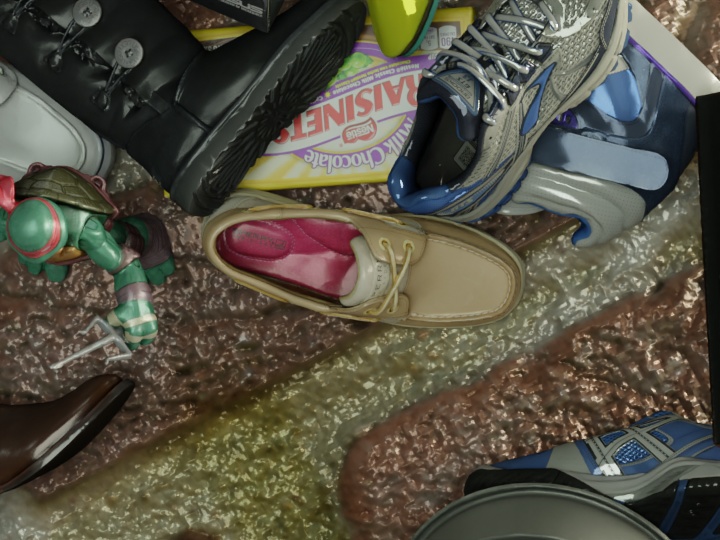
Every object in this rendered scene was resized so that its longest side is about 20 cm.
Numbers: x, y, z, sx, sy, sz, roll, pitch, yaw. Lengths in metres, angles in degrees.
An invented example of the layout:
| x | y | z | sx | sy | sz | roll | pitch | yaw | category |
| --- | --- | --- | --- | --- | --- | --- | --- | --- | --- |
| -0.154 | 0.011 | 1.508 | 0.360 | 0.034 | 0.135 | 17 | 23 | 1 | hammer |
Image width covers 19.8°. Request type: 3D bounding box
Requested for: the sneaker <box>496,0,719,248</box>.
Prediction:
| x | y | z | sx | sy | sz | roll | pitch | yaw | category |
| --- | --- | --- | --- | --- | --- | --- | --- | --- | --- |
| 0.103 | -0.107 | 1.210 | 0.200 | 0.081 | 0.147 | 41 | 93 | -2 | sneaker |

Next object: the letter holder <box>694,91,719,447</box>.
| x | y | z | sx | sy | sz | roll | pitch | yaw | category |
| --- | --- | --- | --- | --- | --- | --- | --- | --- | --- |
| 0.268 | 0.005 | 1.171 | 0.100 | 0.142 | 0.201 | -10 | 73 | 32 | letter holder |

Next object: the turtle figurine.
| x | y | z | sx | sy | sz | roll | pitch | yaw | category |
| --- | --- | --- | --- | --- | --- | --- | --- | --- | --- |
| -0.176 | -0.011 | 1.193 | 0.149 | 0.200 | 0.101 | 24 | 96 | 6 | turtle figurine |

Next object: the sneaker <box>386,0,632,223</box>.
| x | y | z | sx | sy | sz | roll | pitch | yaw | category |
| --- | --- | --- | --- | --- | --- | --- | --- | --- | --- |
| 0.079 | -0.105 | 1.141 | 0.077 | 0.085 | 0.201 | 41 | 120 | 25 | sneaker |

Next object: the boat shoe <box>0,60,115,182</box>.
| x | y | z | sx | sy | sz | roll | pitch | yaw | category |
| --- | --- | --- | --- | --- | --- | --- | --- | --- | --- |
| -0.248 | -0.100 | 1.264 | 0.199 | 0.067 | 0.074 | 24 | 96 | 5 | boat shoe |

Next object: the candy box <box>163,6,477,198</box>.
| x | y | z | sx | sy | sz | roll | pitch | yaw | category |
| --- | --- | --- | --- | --- | --- | --- | --- | --- | --- |
| -0.025 | -0.101 | 1.255 | 0.199 | 0.026 | 0.103 | -4 | 95 | 8 | candy box |

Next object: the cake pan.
| x | y | z | sx | sy | sz | roll | pitch | yaw | category |
| --- | --- | --- | --- | --- | --- | --- | --- | --- | --- |
| 0.109 | 0.221 | 1.216 | 0.199 | 0.037 | 0.201 | 6 | 115 | 14 | cake pan |

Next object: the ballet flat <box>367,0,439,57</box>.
| x | y | z | sx | sy | sz | roll | pitch | yaw | category |
| --- | --- | --- | --- | --- | --- | --- | --- | --- | --- |
| 0.028 | -0.227 | 1.209 | 0.067 | 0.067 | 0.201 | 21 | 84 | -25 | ballet flat |

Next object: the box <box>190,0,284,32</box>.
| x | y | z | sx | sy | sz | roll | pitch | yaw | category |
| --- | --- | --- | --- | --- | --- | --- | --- | --- | --- |
| -0.085 | -0.256 | 1.202 | 0.160 | 0.044 | 0.201 | 24 | 68 | 6 | box |

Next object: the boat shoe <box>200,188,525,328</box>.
| x | y | z | sx | sy | sz | roll | pitch | yaw | category |
| --- | --- | --- | --- | --- | --- | --- | --- | --- | --- |
| 0.000 | 0.000 | 1.228 | 0.199 | 0.069 | 0.074 | 9 | 103 | 0 | boat shoe |

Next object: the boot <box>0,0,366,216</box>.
| x | y | z | sx | sy | sz | roll | pitch | yaw | category |
| --- | --- | --- | --- | --- | --- | --- | --- | --- | --- |
| -0.120 | -0.153 | 1.230 | 0.200 | 0.066 | 0.165 | 40 | 83 | 18 | boot |

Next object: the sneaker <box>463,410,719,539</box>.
| x | y | z | sx | sy | sz | roll | pitch | yaw | category |
| --- | --- | --- | --- | --- | --- | --- | --- | --- | --- |
| 0.159 | 0.129 | 1.228 | 0.199 | 0.077 | 0.076 | -3 | 127 | 23 | sneaker |

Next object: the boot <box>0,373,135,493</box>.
| x | y | z | sx | sy | sz | roll | pitch | yaw | category |
| --- | --- | --- | --- | --- | --- | --- | --- | --- | --- |
| -0.264 | 0.054 | 1.283 | 0.186 | 0.064 | 0.200 | -36 | 84 | 6 | boot |
